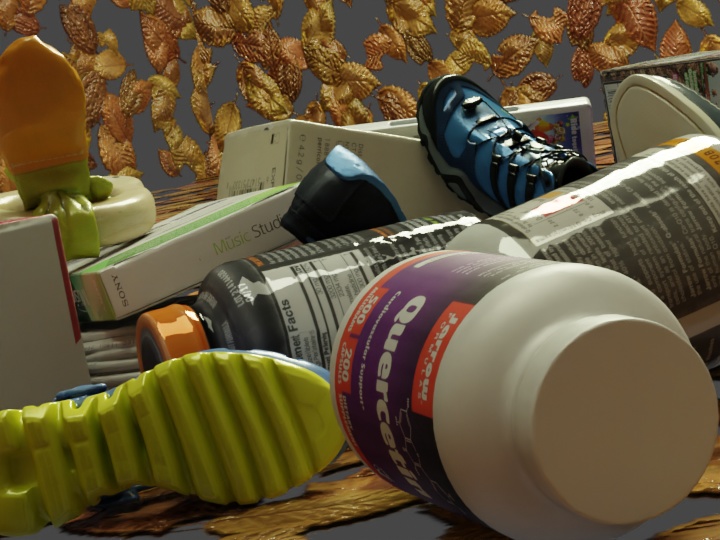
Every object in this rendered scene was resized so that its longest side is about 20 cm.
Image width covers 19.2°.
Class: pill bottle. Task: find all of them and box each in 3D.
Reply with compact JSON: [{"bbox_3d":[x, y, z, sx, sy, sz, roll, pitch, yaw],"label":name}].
[{"bbox_3d":[0.066,0.051,0.876,0.112,0.113,0.200,-12,6,-17],"label":"pill bottle"},{"bbox_3d":[0.108,0.016,1.055,0.200,0.117,0.116,-22,10,-21],"label":"pill bottle"},{"bbox_3d":[-0.020,0.036,1.174,0.200,0.106,0.106,-13,7,-19],"label":"pill bottle"}]

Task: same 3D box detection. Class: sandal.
[{"bbox_3d":[-0.098,0.080,1.069,0.200,0.080,0.087,-7,3,14],"label":"sandal"}]

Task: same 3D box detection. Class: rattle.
[{"bbox_3d":[-0.191,-0.079,1.368,0.130,0.143,0.200,-18,8,20],"label":"rattle"}]

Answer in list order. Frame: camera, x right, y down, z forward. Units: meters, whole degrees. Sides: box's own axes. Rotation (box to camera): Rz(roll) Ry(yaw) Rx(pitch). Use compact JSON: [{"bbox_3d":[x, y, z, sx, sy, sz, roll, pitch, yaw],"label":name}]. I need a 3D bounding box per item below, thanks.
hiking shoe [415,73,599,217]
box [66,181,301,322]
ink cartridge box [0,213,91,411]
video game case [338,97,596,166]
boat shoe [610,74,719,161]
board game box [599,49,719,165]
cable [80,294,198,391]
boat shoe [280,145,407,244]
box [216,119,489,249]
[{"bbox_3d":[0.117,-0.061,1.377,0.074,0.200,0.087,-31,-17,-34],"label":"hiking shoe"},{"bbox_3d":[-0.125,-0.008,1.347,0.144,0.036,0.200,-25,6,-22],"label":"box"},{"bbox_3d":[-0.260,0.050,1.273,0.200,0.146,0.083,-5,9,42],"label":"ink cartridge box"},{"bbox_3d":[0.077,-0.049,1.585,0.200,0.143,0.018,-7,26,2],"label":"video game case"},{"bbox_3d":[0.215,-0.035,1.129,0.062,0.075,0.200,-25,57,-35],"label":"boat shoe"},{"bbox_3d":[0.262,-0.065,1.377,0.097,0.160,0.200,-14,8,-30],"label":"board game box"},{"bbox_3d":[-0.111,0.056,1.336,0.200,0.069,0.200,-9,6,21],"label":"cable"},{"bbox_3d":[0.000,0.000,1.287,0.069,0.200,0.084,-42,46,-8],"label":"boat shoe"},{"bbox_3d":[0.013,-0.033,1.465,0.200,0.109,0.128,7,-5,-23],"label":"box"}]
